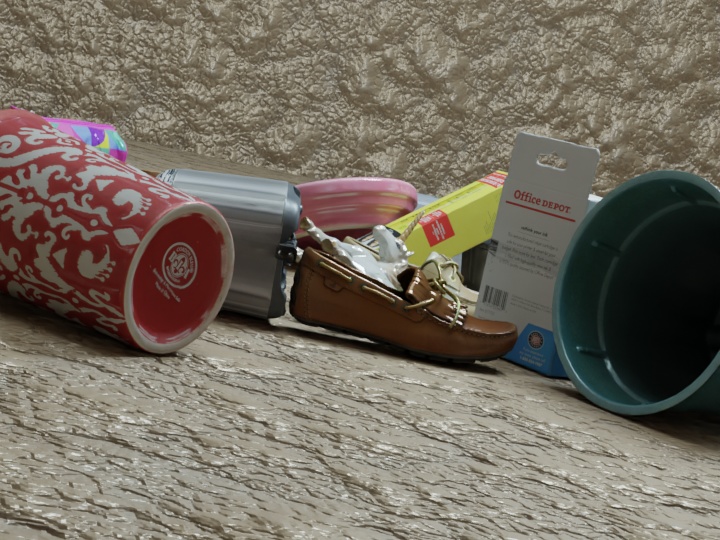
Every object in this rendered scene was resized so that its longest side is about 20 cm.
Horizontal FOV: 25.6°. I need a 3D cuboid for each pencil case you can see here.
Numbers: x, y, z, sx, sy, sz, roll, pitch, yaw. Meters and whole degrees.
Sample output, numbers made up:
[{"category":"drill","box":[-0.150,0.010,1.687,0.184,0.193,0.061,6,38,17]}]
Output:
[{"category":"pencil case","box":[-0.415,-0.173,2.198,0.088,0.090,0.199,17,6,34]}]

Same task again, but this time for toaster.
[{"category":"toaster","box":[-0.119,-0.024,1.350,0.127,0.115,0.200,9,9,-4]}]

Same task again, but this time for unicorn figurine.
[{"category":"unicorn figurine","box":[0.000,0.000,1.470,0.136,0.074,0.201,28,30,-27]}]

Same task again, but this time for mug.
[{"category":"mug","box":[-0.182,-0.025,1.145,0.199,0.135,0.177,21,12,35]}]

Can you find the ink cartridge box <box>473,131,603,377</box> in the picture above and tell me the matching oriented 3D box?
[{"category":"ink cartridge box","box":[0.177,-0.015,1.439,0.067,0.203,0.115,8,8,-39]}]

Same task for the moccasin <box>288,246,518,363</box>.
[{"category":"moccasin","box":[0.040,0.027,1.340,0.199,0.079,0.074,16,5,-6]}]

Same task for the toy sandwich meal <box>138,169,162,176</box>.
[{"category":"toy sandwich meal","box":[-0.257,-0.093,1.858,0.202,0.071,0.205,13,6,-1]}]

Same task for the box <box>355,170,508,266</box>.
[{"category":"box","box":[0.085,-0.043,1.726,0.198,0.051,0.075,-25,15,-9]}]

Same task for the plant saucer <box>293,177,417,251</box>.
[{"category":"plant saucer","box":[-0.031,-0.055,1.799,0.198,0.052,0.201,-7,-12,-2]}]

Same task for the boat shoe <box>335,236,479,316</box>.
[{"category":"boat shoe","box":[0.067,0.014,1.577,0.197,0.067,0.074,13,6,0]}]

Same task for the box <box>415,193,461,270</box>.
[{"category":"box","box":[0.091,-0.047,2.045,0.174,0.098,0.200,10,7,-23]}]

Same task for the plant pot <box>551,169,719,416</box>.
[{"category":"plant pot","box":[0.299,0.038,1.342,0.195,0.203,0.199,17,2,-40]}]

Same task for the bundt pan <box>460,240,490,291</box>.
[{"category":"bundt pan","box":[0.201,0.017,1.789,0.199,0.077,0.202,13,7,-2]}]
